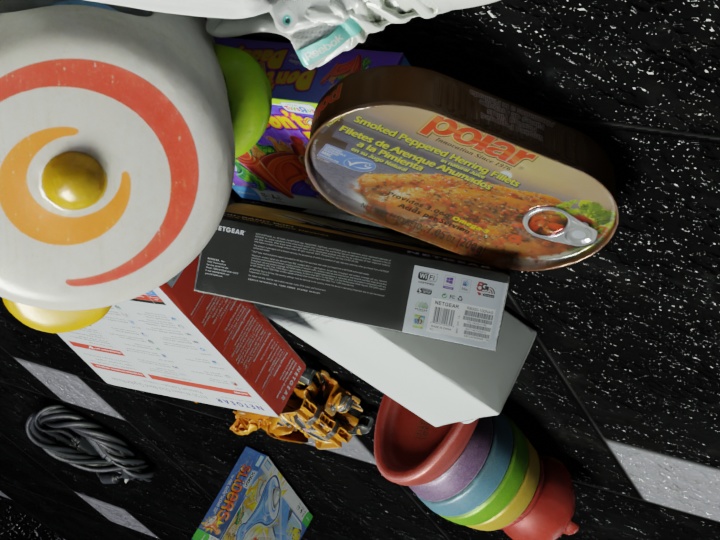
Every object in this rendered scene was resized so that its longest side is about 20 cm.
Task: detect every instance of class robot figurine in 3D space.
[{"bbox_3d":[-0.079,0.133,1.652,0.199,0.059,0.145,2,149,49],"label":"robot figurine"}]

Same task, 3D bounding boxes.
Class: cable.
[{"bbox_3d":[-0.380,0.251,2.307,0.162,0.051,0.200,9,152,40],"label":"cable"}]

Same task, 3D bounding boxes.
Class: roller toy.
[{"bbox_3d":[-0.164,-0.077,0.925,0.182,0.199,0.140,43,-164,-30],"label":"roller toy"}]

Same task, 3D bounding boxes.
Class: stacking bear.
[{"bbox_3d":[0.116,0.179,1.464,0.199,0.115,0.121,36,158,-33],"label":"stacking bear"}]

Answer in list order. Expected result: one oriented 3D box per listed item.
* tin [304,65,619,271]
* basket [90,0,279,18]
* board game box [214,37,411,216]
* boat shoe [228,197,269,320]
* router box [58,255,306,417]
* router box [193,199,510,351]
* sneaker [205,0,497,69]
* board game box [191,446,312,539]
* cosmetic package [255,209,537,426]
[{"bbox_3d":[0.063,-0.060,0.983,0.198,0.042,0.112,20,147,-20],"label":"tin"},{"bbox_3d":[-0.114,-0.217,0.782,0.198,0.136,0.124,14,152,32],"label":"basket"},{"bbox_3d":[-0.030,-0.092,1.089,0.198,0.045,0.135,11,153,38],"label":"board game box"},{"bbox_3d":[-0.128,-0.017,1.313,0.068,0.073,0.200,-13,146,11],"label":"boat shoe"},{"bbox_3d":[-0.166,0.029,1.239,0.198,0.049,0.180,7,148,39],"label":"router box"},{"bbox_3d":[0.000,0.000,1.105,0.198,0.053,0.157,11,-173,3],"label":"router box"},{"bbox_3d":[0.000,-0.145,0.870,0.199,0.089,0.075,7,150,41],"label":"sneaker"},{"bbox_3d":[-0.132,0.320,2.045,0.034,0.136,0.200,21,159,26],"label":"board game box"},{"bbox_3d":[0.023,0.036,1.275,0.199,0.082,0.113,33,159,-18],"label":"cosmetic package"}]
